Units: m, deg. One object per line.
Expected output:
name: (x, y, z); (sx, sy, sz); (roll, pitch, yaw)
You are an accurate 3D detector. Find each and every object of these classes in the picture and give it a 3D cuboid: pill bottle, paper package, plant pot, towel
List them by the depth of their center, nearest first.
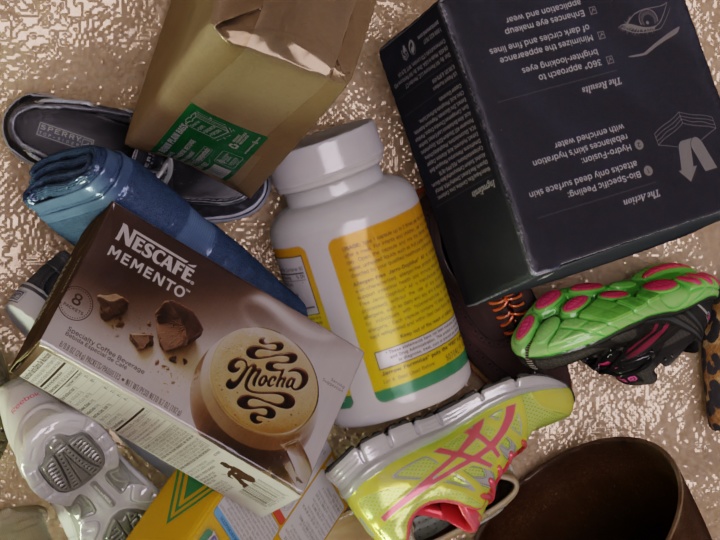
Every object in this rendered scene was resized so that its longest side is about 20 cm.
paper package: (-0.063, -0.176, 1.303); (0.103, 0.200, 0.192); (24, 63, -15)
towel: (-0.132, -0.015, 1.347); (0.200, 0.111, 0.049); (41, 62, -27)
pill bottle: (0.000, 0.000, 1.402); (0.112, 0.113, 0.202); (-20, 99, -11)
plant pot: (0.205, 0.260, 1.453); (0.187, 0.187, 0.200); (-42, 117, -7)

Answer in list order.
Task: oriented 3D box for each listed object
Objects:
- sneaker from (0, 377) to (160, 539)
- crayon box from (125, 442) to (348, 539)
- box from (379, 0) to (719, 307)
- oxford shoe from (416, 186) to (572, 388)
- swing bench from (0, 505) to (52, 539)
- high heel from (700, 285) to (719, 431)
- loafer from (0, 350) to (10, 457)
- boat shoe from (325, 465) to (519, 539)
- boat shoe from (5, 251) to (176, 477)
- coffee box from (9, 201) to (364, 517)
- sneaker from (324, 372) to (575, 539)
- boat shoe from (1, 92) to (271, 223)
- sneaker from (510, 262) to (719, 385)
sneaker: (-0.194, 0.140, 1.373); (0.078, 0.099, 0.201); (-32, 136, -12)
crayon box: (-0.092, 0.188, 1.363); (0.201, 0.051, 0.126); (-55, 138, -29)
box: (0.145, -0.102, 1.385); (0.195, 0.117, 0.202); (-17, 84, -26)
oxford shoe: (0.098, 0.029, 1.447); (0.071, 0.073, 0.201); (-37, 102, -8)
swing bench: (-0.247, 0.281, 1.321); (0.128, 0.199, 0.202); (-13, 97, -12)
high heel: (0.325, 0.035, 1.464); (0.071, 0.142, 0.202); (22, 89, -21)
loafer: (-0.286, 0.048, 1.364); (0.075, 0.067, 0.202); (-7, 112, -13)
boat shoe: (0.024, 0.187, 1.441); (0.199, 0.076, 0.072); (-28, 102, -9)
boat shoe: (-0.162, 0.073, 1.387); (0.200, 0.072, 0.068); (48, 70, -13)
coffee box: (-0.113, 0.060, 1.285); (0.199, 0.080, 0.114); (32, 63, -12)
sneaker: (0.075, 0.141, 1.402); (0.198, 0.078, 0.091); (-23, 76, -21)
boat shoe: (-0.155, -0.080, 1.380); (0.198, 0.068, 0.072); (19, 90, -14)
sneaker: (0.195, 0.050, 1.447); (0.199, 0.076, 0.085); (-11, 111, -37)
